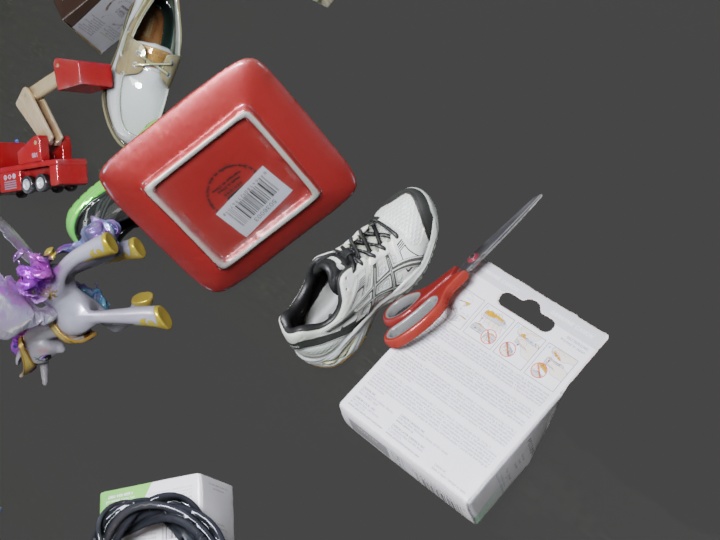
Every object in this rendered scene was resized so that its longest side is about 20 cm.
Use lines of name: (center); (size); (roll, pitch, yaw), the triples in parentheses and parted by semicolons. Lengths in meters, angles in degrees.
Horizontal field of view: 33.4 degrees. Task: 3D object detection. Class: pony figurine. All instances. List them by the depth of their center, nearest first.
pony figurine: (-0.320, 0.021, 1.248); (0.198, 0.194, 0.167); (-23, 28, 17)

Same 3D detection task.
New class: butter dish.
butter dish: (-0.139, -0.115, 1.221); (0.199, 0.200, 0.148); (-37, 35, 7)

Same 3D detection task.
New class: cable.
cable: (-0.182, 0.294, 1.062); (0.163, 0.051, 0.201); (-41, 61, 10)

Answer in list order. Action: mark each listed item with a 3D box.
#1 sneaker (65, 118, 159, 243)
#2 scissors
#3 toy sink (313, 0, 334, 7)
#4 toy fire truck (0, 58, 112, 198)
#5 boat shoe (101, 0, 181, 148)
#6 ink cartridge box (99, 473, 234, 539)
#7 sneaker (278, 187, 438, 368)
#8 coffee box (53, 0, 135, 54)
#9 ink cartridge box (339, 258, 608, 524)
sneaker: (-0.231, -0.091, 1.312); (0.084, 0.077, 0.200); (45, 97, 15)
scissors: (0.099, 0.001, 1.109); (0.199, 0.014, 0.073); (-37, 21, 3)
toy sink: (-0.070, -0.374, 1.313); (0.130, 0.112, 0.201); (33, 82, 33)
toy fire truck: (-0.361, -0.159, 1.365); (0.198, 0.049, 0.143); (-3, 92, 37)
boat shoe: (-0.243, -0.234, 1.354); (0.068, 0.074, 0.202); (-32, 51, 54)
ink cartridge box: (-0.179, 0.302, 1.119); (0.116, 0.067, 0.202); (-14, 64, 20)
sneaker: (0.000, 0.000, 1.140); (0.075, 0.088, 0.201); (31, 84, 34)
coffee box: (-0.274, -0.373, 1.433); (0.199, 0.080, 0.115); (-36, 58, 9)
ink cartridge box: (0.104, 0.102, 1.083); (0.160, 0.050, 0.200); (33, 69, 33)
